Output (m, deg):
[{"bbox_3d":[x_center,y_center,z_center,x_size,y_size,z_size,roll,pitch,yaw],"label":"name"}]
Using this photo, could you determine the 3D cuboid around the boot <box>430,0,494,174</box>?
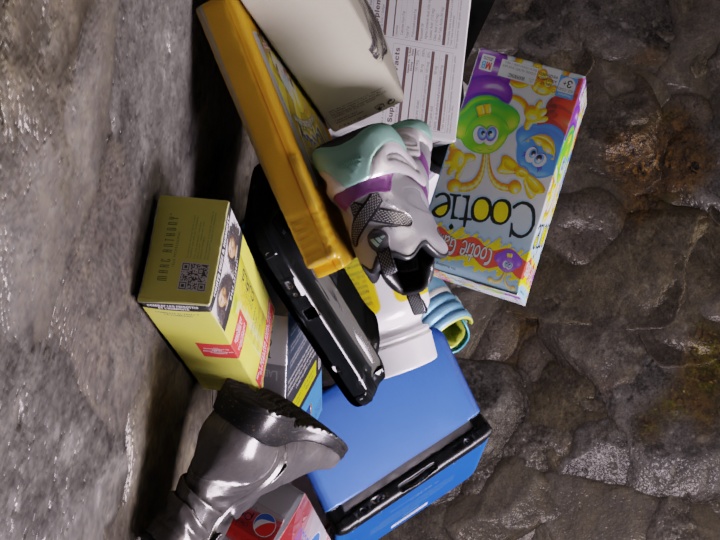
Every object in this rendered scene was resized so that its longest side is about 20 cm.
[{"bbox_3d":[0.099,-0.217,1.119,0.201,0.065,0.167,119,-35,-49],"label":"boot"}]

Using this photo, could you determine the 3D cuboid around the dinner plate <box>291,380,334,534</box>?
[{"bbox_3d":[-0.050,0.209,1.174,0.199,0.024,0.204,-18,114,-47],"label":"dinner plate"}]

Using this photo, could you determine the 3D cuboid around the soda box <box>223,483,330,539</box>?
[{"bbox_3d":[-0.079,0.230,1.013,0.064,0.069,0.201,-58,164,-19],"label":"soda box"}]

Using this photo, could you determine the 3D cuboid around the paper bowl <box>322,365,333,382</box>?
[{"bbox_3d":[0.020,0.174,1.292,0.104,0.197,0.204,-61,156,-70],"label":"paper bowl"}]

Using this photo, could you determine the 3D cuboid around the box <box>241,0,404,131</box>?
[{"bbox_3d":[-0.033,-0.192,0.853,0.200,0.067,0.083,49,22,-63],"label":"box"}]

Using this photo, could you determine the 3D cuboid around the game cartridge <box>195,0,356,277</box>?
[{"bbox_3d":[-0.048,-0.100,0.850,0.176,0.032,0.203,-45,111,-79],"label":"game cartridge"}]

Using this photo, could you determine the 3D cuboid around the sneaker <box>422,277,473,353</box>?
[{"bbox_3d":[0.076,0.030,1.299,0.079,0.131,0.200,-43,180,20],"label":"sneaker"}]

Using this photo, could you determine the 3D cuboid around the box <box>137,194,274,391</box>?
[{"bbox_3d":[-0.101,0.024,0.796,0.201,0.049,0.076,81,16,-67],"label":"box"}]

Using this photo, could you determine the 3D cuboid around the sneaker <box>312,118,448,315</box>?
[{"bbox_3d":[0.028,-0.036,0.863,0.142,0.077,0.200,70,19,-3],"label":"sneaker"}]

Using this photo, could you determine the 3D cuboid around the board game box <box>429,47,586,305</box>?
[{"bbox_3d":[0.131,-0.083,1.055,0.105,0.101,0.203,28,80,-76],"label":"board game box"}]

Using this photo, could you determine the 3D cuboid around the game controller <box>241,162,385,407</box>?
[{"bbox_3d":[-0.034,0.012,0.882,0.105,0.042,0.201,-100,164,-53],"label":"game controller"}]

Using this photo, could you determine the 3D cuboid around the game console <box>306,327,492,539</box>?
[{"bbox_3d":[0.025,0.184,1.187,0.119,0.198,0.172,52,-23,23],"label":"game console"}]

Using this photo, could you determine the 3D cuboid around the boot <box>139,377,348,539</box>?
[{"bbox_3d":[-0.087,0.156,0.835,0.133,0.069,0.200,-59,154,-3],"label":"boot"}]

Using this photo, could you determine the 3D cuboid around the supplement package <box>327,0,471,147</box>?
[{"bbox_3d":[0.016,-0.197,1.079,0.200,0.109,0.159,-175,-89,-75],"label":"supplement package"}]

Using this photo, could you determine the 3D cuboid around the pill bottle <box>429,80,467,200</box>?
[{"bbox_3d":[0.056,-0.125,1.289,0.200,0.120,0.120,-43,-177,14],"label":"pill bottle"}]

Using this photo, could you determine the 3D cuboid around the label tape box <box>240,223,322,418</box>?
[{"bbox_3d":[-0.073,0.056,0.989,0.144,0.062,0.203,-60,154,-69],"label":"label tape box"}]

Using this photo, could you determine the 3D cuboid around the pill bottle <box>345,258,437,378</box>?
[{"bbox_3d":[0.000,0.000,1.088,0.114,0.113,0.203,-18,91,-82],"label":"pill bottle"}]
